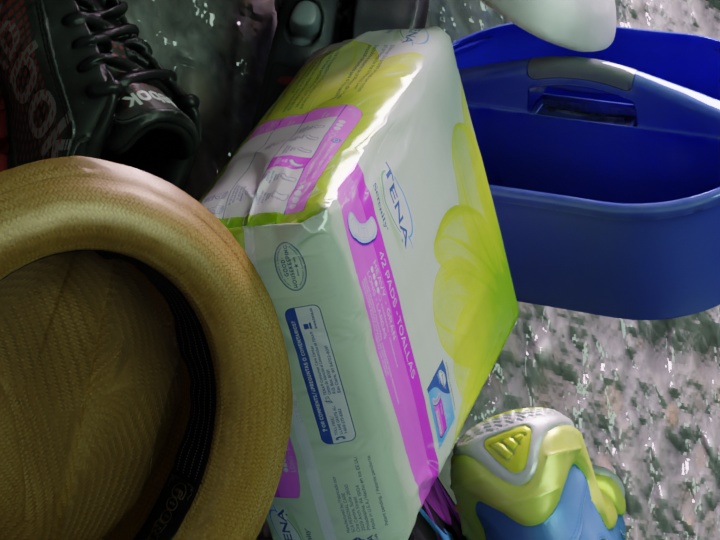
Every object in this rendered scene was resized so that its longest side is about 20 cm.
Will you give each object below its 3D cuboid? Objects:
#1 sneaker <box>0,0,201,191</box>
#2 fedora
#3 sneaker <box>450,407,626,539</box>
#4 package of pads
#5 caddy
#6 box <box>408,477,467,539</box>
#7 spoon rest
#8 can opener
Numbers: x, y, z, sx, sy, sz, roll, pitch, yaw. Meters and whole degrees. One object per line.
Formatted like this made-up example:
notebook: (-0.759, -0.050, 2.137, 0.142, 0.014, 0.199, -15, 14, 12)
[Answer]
sneaker: (-0.109, -0.076, 0.864, 0.071, 0.098, 0.201, 2, 76, -51)
fedora: (-0.122, 0.053, 0.796, 0.200, 0.082, 0.201, -9, 107, -29)
sneaker: (0.086, 0.135, 0.978, 0.200, 0.076, 0.105, 49, 24, -65)
package of pads: (0.000, 0.000, 0.909, 0.200, 0.068, 0.155, -58, 137, -58)
caddy: (0.113, -0.061, 1.081, 0.141, 0.200, 0.105, -60, 150, -41)
box: (0.033, 0.141, 0.960, 0.143, 0.036, 0.200, 58, 7, -26)
spoon rest: (0.050, -0.174, 1.084, 0.200, 0.061, 0.099, 51, 32, 19)
can opener: (-0.026, -0.078, 1.002, 0.063, 0.078, 0.200, 64, 40, -62)
